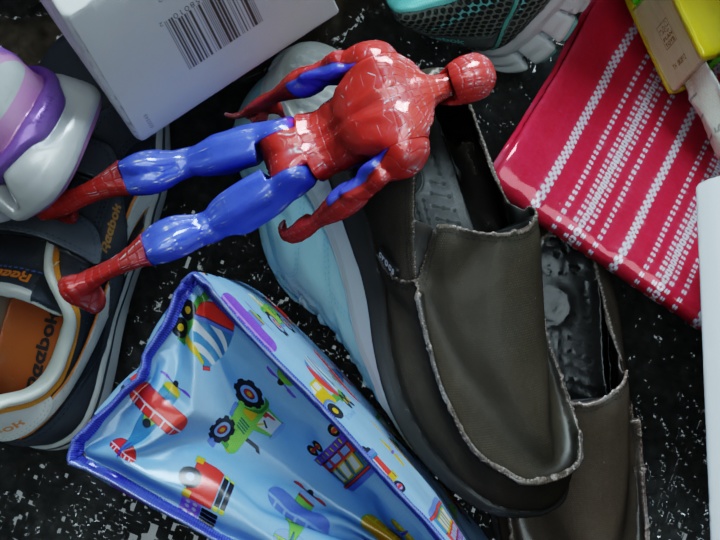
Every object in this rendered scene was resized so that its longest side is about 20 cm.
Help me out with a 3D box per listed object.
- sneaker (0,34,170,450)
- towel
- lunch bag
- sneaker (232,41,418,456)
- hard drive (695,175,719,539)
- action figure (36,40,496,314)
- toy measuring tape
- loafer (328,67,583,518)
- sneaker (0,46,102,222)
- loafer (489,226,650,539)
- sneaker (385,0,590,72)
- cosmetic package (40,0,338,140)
[{"bbox_3d":[-0.139,-0.020,0.800,0.078,0.079,0.202,5,84,21],"label":"sneaker"},{"bbox_3d":[0.166,-0.036,0.796,0.199,0.023,0.145,33,57,3],"label":"towel"},{"bbox_3d":[-0.007,0.094,0.754,0.199,0.151,0.094,35,90,4],"label":"lunch bag"},{"bbox_3d":[0.000,0.000,0.807,0.074,0.082,0.201,-13,76,-36],"label":"sneaker"},{"bbox_3d":[0.193,0.031,0.657,0.131,0.026,0.201,-12,43,20],"label":"hard drive"},{"bbox_3d":[-0.036,-0.044,0.724,0.199,0.052,0.066,-22,76,19],"label":"action figure"},{"bbox_3d":[0.168,-0.102,0.787,0.073,0.074,0.201,-22,77,-1],"label":"toy measuring tape"},{"bbox_3d":[0.042,0.005,0.733,0.073,0.071,0.201,-16,79,-37],"label":"loafer"},{"bbox_3d":[-0.202,-0.060,0.764,0.088,0.199,0.081,38,54,-34],"label":"sneaker"},{"bbox_3d":[0.089,0.069,0.795,0.072,0.071,0.202,-10,84,1],"label":"loafer"},{"bbox_3d":[0.079,-0.163,0.748,0.091,0.200,0.078,3,48,-36],"label":"sneaker"},{"bbox_3d":[-0.107,-0.164,0.770,0.107,0.085,0.200,-34,53,-6],"label":"cosmetic package"}]
